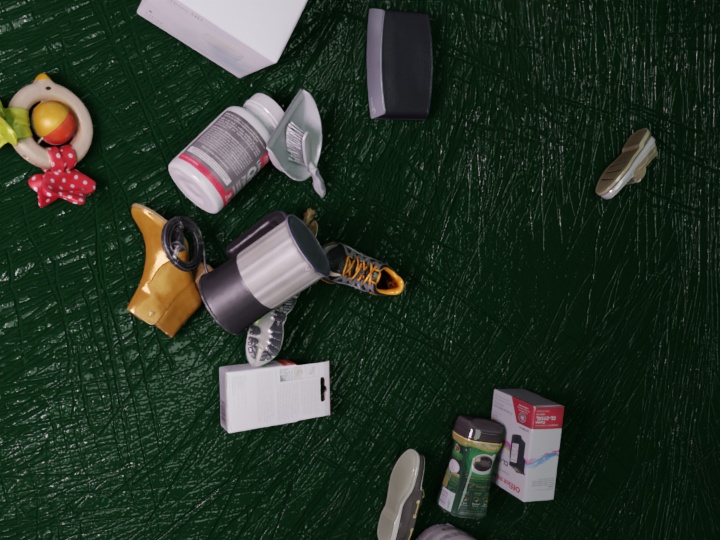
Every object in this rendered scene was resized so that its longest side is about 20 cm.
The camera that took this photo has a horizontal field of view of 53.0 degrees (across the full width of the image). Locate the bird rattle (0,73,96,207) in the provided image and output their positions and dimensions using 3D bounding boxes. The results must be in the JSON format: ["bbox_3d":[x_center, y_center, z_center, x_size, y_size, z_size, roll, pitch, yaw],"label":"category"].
[{"bbox_3d":[-0.469,-0.201,1.086,0.200,0.112,0.164,41,62,-27],"label":"bird rattle"}]

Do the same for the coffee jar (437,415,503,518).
[{"bbox_3d":[0.231,0.407,1.510,0.103,0.085,0.202,13,91,-24],"label":"coffee jar"}]

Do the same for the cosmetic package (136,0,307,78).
[{"bbox_3d":[-0.219,-0.413,1.125,0.198,0.200,0.124,28,84,-26],"label":"cosmetic package"}]

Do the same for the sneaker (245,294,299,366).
[{"bbox_3d":[-0.163,0.074,1.282,0.077,0.080,0.202,22,67,-10],"label":"sneaker"}]

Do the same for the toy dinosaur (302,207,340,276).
[{"bbox_3d":[-0.097,-0.035,1.260,0.058,0.201,0.101,19,122,-29],"label":"toy dinosaur"}]

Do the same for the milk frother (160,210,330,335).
[{"bbox_3d":[-0.186,-0.029,1.155,0.187,0.181,0.200,-33,150,13],"label":"milk frother"}]

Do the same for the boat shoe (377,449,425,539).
[{"bbox_3d":[0.093,0.458,1.458,0.060,0.072,0.203,15,96,-31],"label":"boat shoe"}]

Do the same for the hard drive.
[{"bbox_3d":[0.078,-0.389,1.364,0.134,0.042,0.202,-4,98,-26],"label":"hard drive"}]

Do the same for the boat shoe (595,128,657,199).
[{"bbox_3d":[0.609,-0.229,1.630,0.068,0.075,0.200,45,75,-18],"label":"boat shoe"}]

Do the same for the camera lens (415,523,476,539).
[{"bbox_3d":[0.204,0.623,1.457,0.159,0.200,0.162,-3,97,-26],"label":"camera lens"}]

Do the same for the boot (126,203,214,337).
[{"bbox_3d":[-0.337,0.005,1.182,0.144,0.071,0.201,-53,122,-21],"label":"boot"}]

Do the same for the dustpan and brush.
[{"bbox_3d":[-0.095,-0.195,1.261,0.057,0.201,0.140,20,64,14],"label":"dustpan and brush"}]

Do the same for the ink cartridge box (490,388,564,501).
[{"bbox_3d":[0.344,0.366,1.527,0.082,0.145,0.202,4,94,-25],"label":"ink cartridge box"}]

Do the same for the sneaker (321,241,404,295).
[{"bbox_3d":[0.000,0.000,1.339,0.199,0.077,0.079,16,90,-36],"label":"sneaker"}]

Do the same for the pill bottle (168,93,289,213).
[{"bbox_3d":[-0.212,-0.200,1.199,0.200,0.110,0.111,-49,114,-20],"label":"pill bottle"}]

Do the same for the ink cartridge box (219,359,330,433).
[{"bbox_3d":[-0.155,0.222,1.317,0.198,0.050,0.110,-4,97,-27],"label":"ink cartridge box"}]
